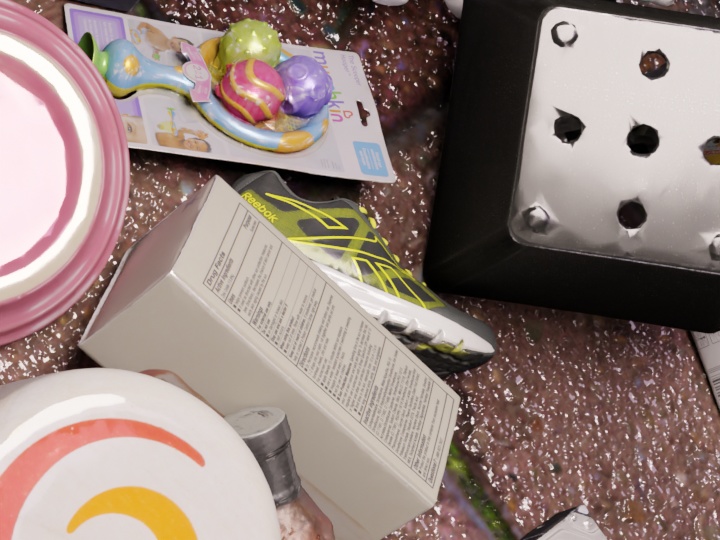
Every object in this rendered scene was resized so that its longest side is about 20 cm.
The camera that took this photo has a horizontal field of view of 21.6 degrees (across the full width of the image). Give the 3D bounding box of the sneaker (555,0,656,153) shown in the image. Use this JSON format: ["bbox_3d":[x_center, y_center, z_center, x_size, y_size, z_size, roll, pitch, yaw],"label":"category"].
[{"bbox_3d":[0.145,-0.130,1.272,0.075,0.081,0.200,-9,75,-2],"label":"sneaker"}]

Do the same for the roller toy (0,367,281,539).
[{"bbox_3d":[-0.142,0.142,0.935,0.200,0.140,0.183,-1,83,-28],"label":"roller toy"}]

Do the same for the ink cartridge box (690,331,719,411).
[{"bbox_3d":[0.318,0.031,1.333,0.200,0.050,0.161,-12,78,-37],"label":"ink cartridge box"}]

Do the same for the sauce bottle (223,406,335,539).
[{"bbox_3d":[-0.036,0.171,1.020,0.066,0.066,0.200,-23,111,-34],"label":"sauce bottle"}]

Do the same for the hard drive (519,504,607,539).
[{"bbox_3d":[0.098,0.248,1.129,0.200,0.038,0.140,-29,88,-33],"label":"hard drive"}]

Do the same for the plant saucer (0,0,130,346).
[{"bbox_3d":[-0.218,-0.055,1.019,0.200,0.051,0.201,0,89,-23],"label":"plant saucer"}]

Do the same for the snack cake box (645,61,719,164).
[{"bbox_3d":[0.283,-0.104,1.317,0.200,0.115,0.067,-1,73,-30],"label":"snack cake box"}]

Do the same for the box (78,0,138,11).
[{"bbox_3d":[-0.201,-0.237,1.086,0.200,0.122,0.106,8,68,-27],"label":"box"}]

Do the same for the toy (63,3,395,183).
[{"bbox_3d":[-0.073,-0.117,1.140,0.200,0.047,0.115,4,50,-23],"label":"toy"}]

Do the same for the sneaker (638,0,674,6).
[{"bbox_3d":[0.159,-0.215,1.217,0.080,0.070,0.200,21,26,-15],"label":"sneaker"}]

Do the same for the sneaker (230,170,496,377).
[{"bbox_3d":[0.000,0.000,1.142,0.200,0.074,0.085,24,61,-20],"label":"sneaker"}]

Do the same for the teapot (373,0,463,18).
[{"bbox_3d":[0.029,-0.240,1.196,0.200,0.197,0.146,6,87,-14],"label":"teapot"}]

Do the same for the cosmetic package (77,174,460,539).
[{"bbox_3d":[-0.047,0.058,1.059,0.200,0.087,0.103,44,33,-16],"label":"cosmetic package"}]

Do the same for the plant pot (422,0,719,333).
[{"bbox_3d":[0.154,-0.071,1.123,0.200,0.177,0.200,9,90,-2],"label":"plant pot"}]
